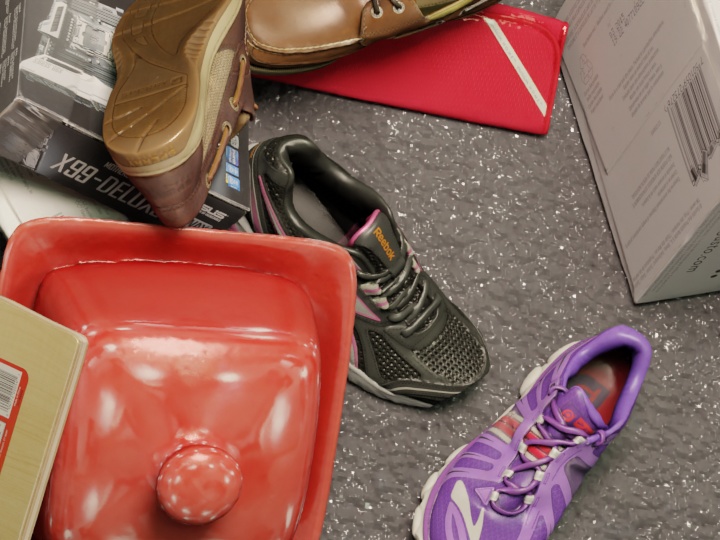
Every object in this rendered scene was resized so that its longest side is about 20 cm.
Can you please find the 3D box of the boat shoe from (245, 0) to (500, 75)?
[{"bbox_3d":[0.008,-0.170,1.448,0.200,0.068,0.072,-22,93,-29],"label":"boat shoe"}]

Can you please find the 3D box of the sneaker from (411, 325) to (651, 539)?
[{"bbox_3d":[0.101,0.104,1.413,0.081,0.083,0.200,36,63,1],"label":"sneaker"}]

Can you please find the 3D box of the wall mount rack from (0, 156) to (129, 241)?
[{"bbox_3d":[-0.157,-0.039,1.408,0.173,0.075,0.200,-27,78,-22],"label":"wall mount rack"}]

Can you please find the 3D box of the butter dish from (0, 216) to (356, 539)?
[{"bbox_3d":[-0.095,0.088,1.288,0.199,0.148,0.201,5,107,-14],"label":"butter dish"}]

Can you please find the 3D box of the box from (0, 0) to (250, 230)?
[{"bbox_3d":[-0.140,-0.128,1.406,0.157,0.050,0.200,27,43,-30],"label":"box"}]

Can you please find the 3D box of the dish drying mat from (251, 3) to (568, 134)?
[{"bbox_3d":[0.029,-0.140,1.521,0.199,0.018,0.077,11,94,-14],"label":"dish drying mat"}]

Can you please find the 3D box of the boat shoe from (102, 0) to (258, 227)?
[{"bbox_3d":[-0.094,-0.098,1.345,0.072,0.072,0.200,-14,35,14],"label":"boat shoe"}]

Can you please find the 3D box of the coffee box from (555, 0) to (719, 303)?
[{"bbox_3d":[0.260,-0.121,1.495,0.197,0.200,0.201,-8,68,-20],"label":"coffee box"}]

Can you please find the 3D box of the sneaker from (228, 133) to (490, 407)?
[{"bbox_3d":[0.000,0.000,1.416,0.200,0.086,0.080,41,63,-11],"label":"sneaker"}]

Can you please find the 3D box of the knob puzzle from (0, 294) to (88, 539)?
[{"bbox_3d":[-0.239,0.086,1.291,0.030,0.219,0.220,4,58,-59],"label":"knob puzzle"}]
